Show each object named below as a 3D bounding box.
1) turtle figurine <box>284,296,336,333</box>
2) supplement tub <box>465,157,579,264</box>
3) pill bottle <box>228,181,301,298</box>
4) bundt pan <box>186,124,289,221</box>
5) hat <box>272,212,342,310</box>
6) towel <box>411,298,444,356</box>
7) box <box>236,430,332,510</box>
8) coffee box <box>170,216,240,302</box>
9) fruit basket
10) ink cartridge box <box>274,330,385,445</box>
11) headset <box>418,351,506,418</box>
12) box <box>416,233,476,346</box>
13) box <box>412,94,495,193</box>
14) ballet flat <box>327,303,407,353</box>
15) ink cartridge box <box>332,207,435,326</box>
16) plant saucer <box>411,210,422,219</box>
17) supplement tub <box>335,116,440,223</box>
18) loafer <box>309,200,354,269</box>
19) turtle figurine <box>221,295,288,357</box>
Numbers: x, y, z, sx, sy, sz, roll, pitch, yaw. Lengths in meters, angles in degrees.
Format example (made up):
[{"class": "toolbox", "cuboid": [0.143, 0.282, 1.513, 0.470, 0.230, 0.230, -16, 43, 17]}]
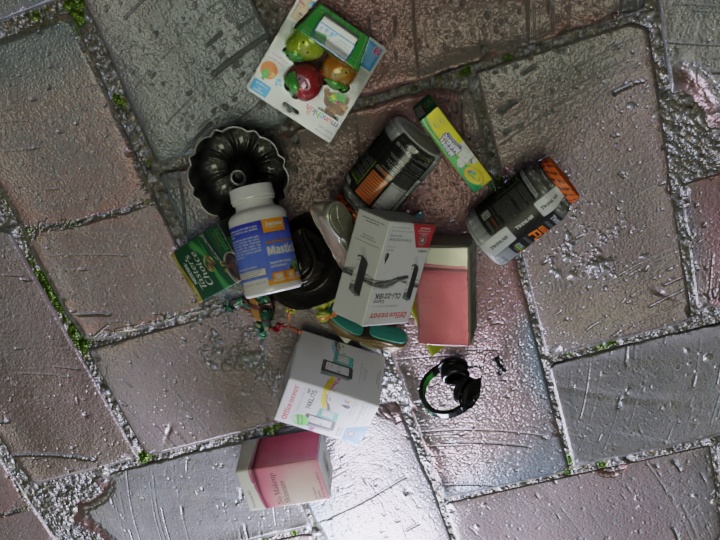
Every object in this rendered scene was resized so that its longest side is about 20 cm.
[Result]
[{"class": "turtle figurine", "cuboid": [-0.080, 0.036, 1.588, 0.199, 0.064, 0.163, -17, 81, 39]}, {"class": "supplement tub", "cuboid": [0.312, -0.116, 1.493, 0.200, 0.123, 0.122, -39, 109, 21]}, {"class": "pill bottle", "cuboid": [-0.182, -0.057, 1.445, 0.111, 0.112, 0.203, -13, 90, 9]}, {"class": "bundt pan", "cuboid": [-0.232, -0.194, 1.511, 0.199, 0.076, 0.204, 1, 118, 2]}, {"class": "hat", "cuboid": [-0.116, -0.028, 1.528, 0.198, 0.203, 0.081, -19, 160, 12]}, {"class": "towel", "cuboid": [0.143, 0.078, 1.645, 0.086, 0.018, 0.201, -34, 116, -19]}, {"class": "box", "cuboid": [-0.175, 0.467, 1.821, 0.197, 0.109, 0.129, -11, 117, 7]}, {"class": "coffee box", "cuboid": [-0.293, -0.018, 1.555, 0.199, 0.044, 0.124, -22, 99, 46]}, {"class": "fruit basket", "cuboid": [-0.078, -0.363, 1.394, 0.184, 0.094, 0.201, 32, 95, -13]}, {"class": "ink cartridge box", "cuboid": [-0.066, 0.253, 1.681, 0.198, 0.147, 0.148, 18, 130, -6]}, {"class": "headset", "cuboid": [0.225, 0.249, 1.706, 0.199, 0.124, 0.094, -32, 138, -1]}, {"class": "box", "cuboid": [0.173, 0.035, 1.550, 0.108, 0.128, 0.203, 1, 104, 15]}, {"class": "box", "cuboid": [0.178, -0.228, 1.452, 0.048, 0.118, 0.200, -38, 110, 13]}, {"class": "ballet flat", "cuboid": [0.004, 0.135, 1.686, 0.198, 0.068, 0.073, 18, 137, -11]}, {"class": "ink cartridge box", "cuboid": [0.043, -0.004, 1.440, 0.083, 0.143, 0.202, 26, 106, 37]}, {"class": "plant saucer", "cuboid": [0.058, -0.049, 1.529, 0.019, 0.199, 0.071, 15, 126, 39]}, {"class": "supplement tub", "cuboid": [0.049, -0.181, 1.480, 0.122, 0.123, 0.200, 36, 114, -15]}, {"class": "loafer", "cuboid": [-0.033, -0.057, 1.485, 0.062, 0.072, 0.201, 13, 144, 40]}, {"class": "turtle figurine", "cuboid": [-0.228, 0.073, 1.639, 0.149, 0.100, 0.202, 15, 123, 40]}]
